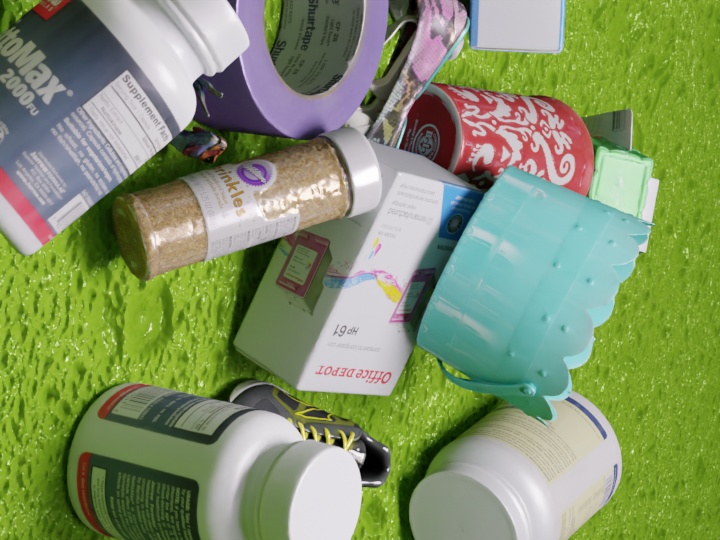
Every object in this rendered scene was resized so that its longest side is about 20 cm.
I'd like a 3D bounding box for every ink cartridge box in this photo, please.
[{"bbox_3d":[0.139,-0.277,1.642,0.200,0.084,0.145,-77,167,-77],"label":"ink cartridge box"},{"bbox_3d":[0.000,0.000,1.527,0.144,0.085,0.200,9,111,-55],"label":"ink cartridge box"}]

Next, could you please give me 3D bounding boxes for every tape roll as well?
[{"bbox_3d":[-0.067,-0.204,1.430,0.200,0.085,0.200,-18,112,-54],"label":"tape roll"}]

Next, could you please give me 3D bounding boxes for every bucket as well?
[{"bbox_3d":[0.146,0.018,1.562,0.207,0.135,0.207,-59,170,-17],"label":"bucket"}]

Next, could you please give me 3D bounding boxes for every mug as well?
[{"bbox_3d":[0.110,-0.086,1.671,0.200,0.133,0.178,6,69,-53],"label":"mug"}]

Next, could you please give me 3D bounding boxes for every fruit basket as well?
[{"bbox_3d":[0.218,-0.062,1.817,0.200,0.094,0.185,175,-74,-78],"label":"fruit basket"}]

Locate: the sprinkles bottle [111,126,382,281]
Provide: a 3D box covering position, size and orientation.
[{"bbox_3d":[-0.084,-0.051,1.384,0.200,0.068,0.068,-19,116,-24],"label":"sprinkles bottle"}]

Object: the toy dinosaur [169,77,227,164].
[{"bbox_3d":[-0.140,-0.161,1.336,0.182,0.105,0.200,69,27,-67],"label":"toy dinosaur"}]

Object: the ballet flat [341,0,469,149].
[{"bbox_3d":[0.019,-0.151,1.571,0.071,0.069,0.200,23,106,-21],"label":"ballet flat"}]

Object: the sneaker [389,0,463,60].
[{"bbox_3d":[0.072,-0.291,1.620,0.118,0.074,0.201,-46,131,-32],"label":"sneaker"}]

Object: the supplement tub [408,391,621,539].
[{"bbox_3d":[0.152,0.211,1.801,0.200,0.145,0.145,-30,122,-49],"label":"supplement tub"}]

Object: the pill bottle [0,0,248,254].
[{"bbox_3d":[-0.176,-0.116,1.177,0.200,0.120,0.120,-41,136,-8],"label":"pill bottle"}]

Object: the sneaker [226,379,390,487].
[{"bbox_3d":[-0.043,0.140,1.549,0.200,0.085,0.075,21,79,-56],"label":"sneaker"}]

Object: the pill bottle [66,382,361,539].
[{"bbox_3d":[-0.106,0.156,1.354,0.120,0.200,0.120,-19,114,-53],"label":"pill bottle"}]
